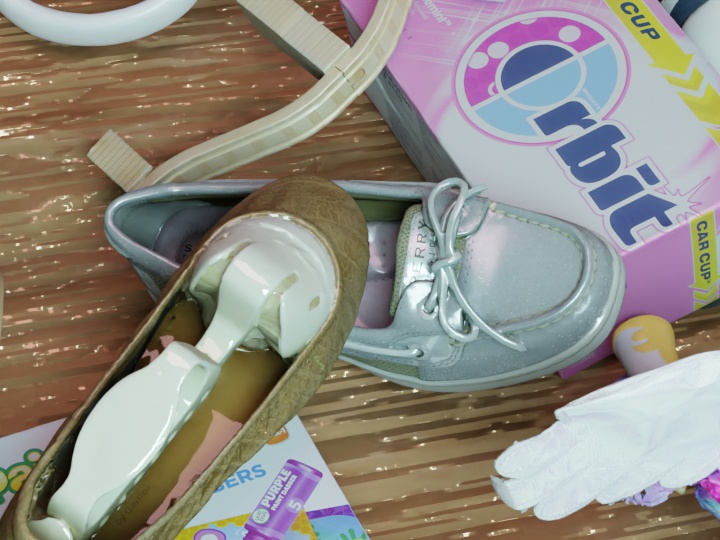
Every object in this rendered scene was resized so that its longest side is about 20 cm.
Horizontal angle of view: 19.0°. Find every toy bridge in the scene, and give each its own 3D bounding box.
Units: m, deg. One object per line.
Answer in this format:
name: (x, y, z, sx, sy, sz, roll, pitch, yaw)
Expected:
toy bridge: (-0.023, -0.097, 0.907, 0.200, 0.027, 0.067, -45, 57, -5)

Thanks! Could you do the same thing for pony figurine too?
pony figurine: (0.152, 0.066, 0.759, 0.193, 0.167, 0.200, -27, 23, 5)

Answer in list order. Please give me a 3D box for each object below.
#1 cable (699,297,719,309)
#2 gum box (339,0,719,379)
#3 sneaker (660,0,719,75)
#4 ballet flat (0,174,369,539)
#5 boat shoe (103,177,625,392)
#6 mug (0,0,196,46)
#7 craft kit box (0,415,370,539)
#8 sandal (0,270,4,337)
cable: (0.157, -0.072, 0.958, 0.097, 0.050, 0.200, 21, 48, 13)
gum box: (0.083, -0.065, 0.912, 0.113, 0.066, 0.200, -27, 54, -8)
sneaker: (0.233, -0.113, 0.939, 0.200, 0.076, 0.081, -18, 68, -7)
ballet flat: (-0.056, 0.034, 0.730, 0.068, 0.072, 0.200, 36, 66, 9)
boat shoe: (0.000, -0.002, 0.822, 0.202, 0.065, 0.075, 9, 74, 24)
mug: (-0.123, -0.200, 0.994, 0.175, 0.148, 0.200, -3, 77, 0)
craft kit box: (-0.082, 0.138, 0.737, 0.200, 0.049, 0.198, -17, 49, -22)
sandal: (-0.156, 0.081, 0.700, 0.070, 0.078, 0.212, 4, 51, -11)
